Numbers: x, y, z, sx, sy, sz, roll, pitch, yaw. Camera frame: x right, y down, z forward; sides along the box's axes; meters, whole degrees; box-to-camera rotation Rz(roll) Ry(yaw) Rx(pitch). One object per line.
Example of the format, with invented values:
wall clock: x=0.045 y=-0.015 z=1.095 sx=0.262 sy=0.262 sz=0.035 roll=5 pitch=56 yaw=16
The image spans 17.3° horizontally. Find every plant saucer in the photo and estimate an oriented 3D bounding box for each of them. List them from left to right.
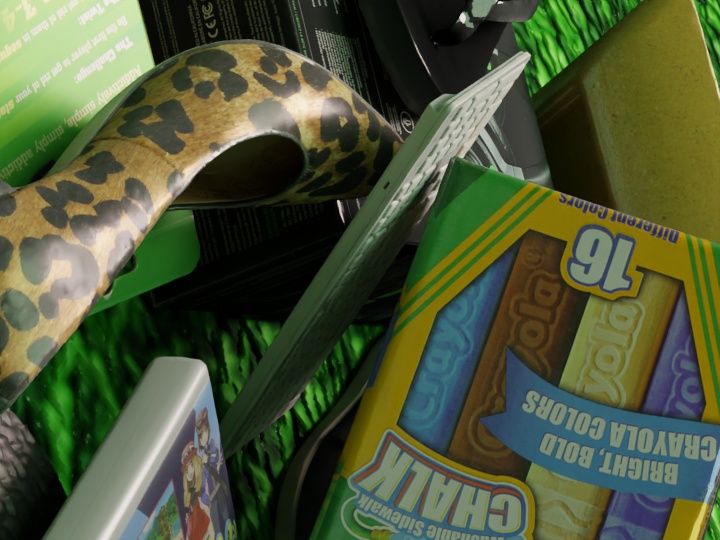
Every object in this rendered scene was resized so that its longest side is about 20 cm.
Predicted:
plant saucer: x=0.107 y=-0.003 z=1.057 sx=0.048 sy=0.200 sz=0.200 roll=-9 pitch=78 yaw=-22

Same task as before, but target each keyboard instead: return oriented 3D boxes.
keyboard: x=0.000 y=0.000 z=0.844 sx=0.011 sy=0.200 sz=0.056 roll=46 pitch=41 yaw=14

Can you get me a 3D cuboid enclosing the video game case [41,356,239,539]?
video game case: x=-0.076 y=0.156 z=0.719 sx=0.200 sy=0.023 sz=0.182 roll=-62 pitch=150 yaw=-52

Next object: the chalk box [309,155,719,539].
chalk box: x=0.055 y=0.086 z=0.825 sx=0.125 sy=0.124 sz=0.200 roll=89 pitch=21 yaw=-71

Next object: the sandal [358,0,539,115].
sandal: x=0.048 y=-0.126 z=0.948 sx=0.076 sy=0.043 sz=0.200 roll=60 pitch=30 yaw=-16

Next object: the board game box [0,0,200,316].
board game box: x=-0.117 y=-0.081 z=0.805 sx=0.096 sy=0.030 sz=0.200 roll=-24 pitch=103 yaw=-43

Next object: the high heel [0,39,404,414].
high heel: x=-0.058 y=-0.006 z=0.762 sx=0.200 sy=0.071 sz=0.143 roll=10 pitch=54 yaw=-32

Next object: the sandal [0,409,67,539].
sandal: x=-0.161 y=0.043 z=0.704 sx=0.200 sy=0.048 sz=0.075 roll=45 pitch=38 yaw=-15

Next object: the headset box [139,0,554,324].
headset box: x=-0.009 y=-0.075 z=0.961 sx=0.200 sy=0.093 sz=0.174 roll=5 pitch=69 yaw=-58

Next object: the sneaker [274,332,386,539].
sneaker: x=0.039 y=0.075 z=0.936 sx=0.075 sy=0.106 sz=0.200 roll=54 pitch=35 yaw=-25
